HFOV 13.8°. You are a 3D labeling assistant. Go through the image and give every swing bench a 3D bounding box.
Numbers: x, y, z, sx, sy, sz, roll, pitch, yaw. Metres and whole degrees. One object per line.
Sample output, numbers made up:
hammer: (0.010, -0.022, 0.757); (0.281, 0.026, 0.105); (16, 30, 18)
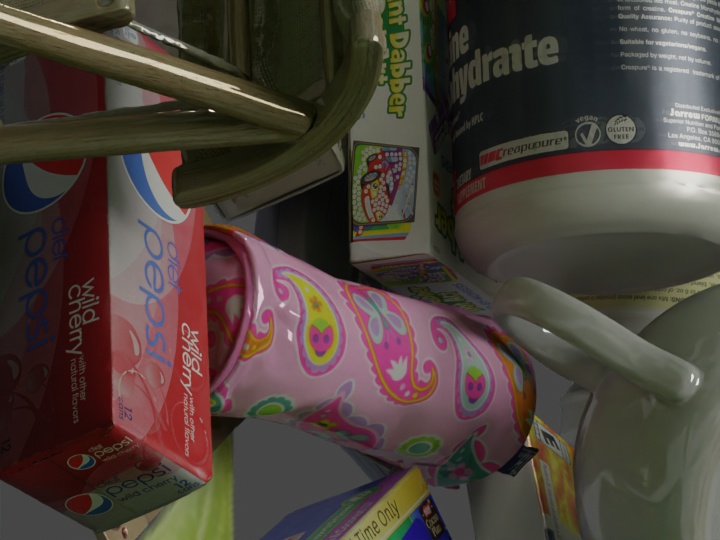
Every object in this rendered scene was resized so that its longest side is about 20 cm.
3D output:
swing bench: (-0.098, -0.141, 1.144); (0.198, 0.130, 0.200); (5, 57, -13)

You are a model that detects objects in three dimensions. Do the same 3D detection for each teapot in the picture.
teapot: (0.162, 0.086, 1.314); (0.196, 0.146, 0.202); (-14, 107, -31)

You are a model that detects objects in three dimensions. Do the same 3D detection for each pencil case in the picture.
pencil case: (-0.009, 0.041, 1.288); (0.199, 0.087, 0.088); (21, 52, -46)

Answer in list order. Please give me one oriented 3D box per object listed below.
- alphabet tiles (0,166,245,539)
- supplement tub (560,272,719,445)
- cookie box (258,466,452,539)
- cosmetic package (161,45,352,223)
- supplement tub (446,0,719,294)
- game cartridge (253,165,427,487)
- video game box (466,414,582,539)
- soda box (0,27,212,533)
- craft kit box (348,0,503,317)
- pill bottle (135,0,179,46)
alphabet tiles: (-0.105, 0.009, 1.263); (0.168, 0.008, 0.200); (63, 26, -10)
supplement tub: (0.169, -0.010, 1.463); (0.145, 0.144, 0.202); (22, 72, -55)
cookie box: (0.010, 0.207, 1.250); (0.201, 0.075, 0.171); (65, 25, -6)
cosmetic package: (-0.037, -0.123, 1.417); (0.104, 0.073, 0.200); (57, 27, -23)
supplement tub: (0.109, -0.100, 1.352); (0.140, 0.140, 0.202); (21, 63, -56)
game cartridge: (0.000, 0.000, 1.437); (0.134, 0.040, 0.201); (54, 29, -33)
video game box: (0.128, 0.181, 1.351); (0.182, 0.047, 0.201); (43, 21, -28)
soda box: (-0.105, -0.003, 1.192); (0.070, 0.063, 0.201); (36, 40, -47)
craft kit box: (0.043, -0.078, 1.432); (0.200, 0.048, 0.199); (31, 57, -66)
pill bottle: (-0.101, -0.207, 1.318); (0.109, 0.109, 0.201); (36, 40, -47)
